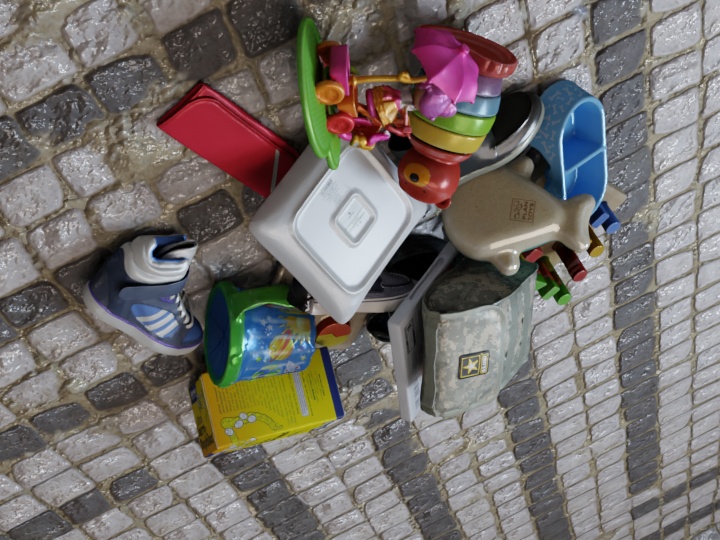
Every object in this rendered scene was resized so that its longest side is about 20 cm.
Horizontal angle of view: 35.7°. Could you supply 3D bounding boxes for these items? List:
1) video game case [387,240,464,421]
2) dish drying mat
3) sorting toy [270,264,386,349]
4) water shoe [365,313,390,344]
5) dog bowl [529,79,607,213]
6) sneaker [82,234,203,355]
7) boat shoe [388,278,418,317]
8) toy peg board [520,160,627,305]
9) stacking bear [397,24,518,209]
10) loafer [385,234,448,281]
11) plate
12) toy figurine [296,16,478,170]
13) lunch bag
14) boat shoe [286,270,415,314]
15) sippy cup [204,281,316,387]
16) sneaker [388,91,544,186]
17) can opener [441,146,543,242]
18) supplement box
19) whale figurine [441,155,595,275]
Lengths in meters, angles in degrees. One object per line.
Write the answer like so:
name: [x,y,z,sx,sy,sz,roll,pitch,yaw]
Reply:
video game case: [0.099,0.081,1.552,0.183,0.023,0.202,-50,147,-34]
dish drying mat: [-0.147,-0.149,1.317,0.077,0.018,0.199,-38,144,16]
sorting toy: [-0.058,0.057,1.618,0.198,0.037,0.186,-1,137,-32]
water shoe: [0.103,0.060,1.665,0.198,0.072,0.079,-26,165,15]
dog bowl: [0.283,-0.153,1.500,0.111,0.049,0.202,-33,130,-28]
sneaker: [-0.237,0.025,1.421,0.146,0.081,0.199,-37,138,21]
boat shoe: [0.082,0.089,1.611,0.068,0.057,0.201,-13,140,6]
toy peg board: [0.294,-0.047,1.665,0.199,0.098,0.199,18,125,-46]
stacking bear: [0.101,-0.174,1.323,0.114,0.120,0.202,-34,146,-62]
loafer: [0.084,-0.012,1.590,0.068,0.071,0.199,-43,147,23]
plate: [-0.015,-0.065,1.368,0.200,0.032,0.200,-53,125,-15]
toy figurine: [0.040,-0.192,1.222,0.181,0.152,0.201,-5,149,9]
lunch bag: [0.148,0.086,1.493,0.200,0.116,0.166,-37,137,-46]
boat shoe: [0.000,0.000,1.449,0.198,0.074,0.094,-6,115,-40]
sippy cup: [-0.132,0.086,1.507,0.129,0.142,0.177,1,-179,-22]
sneaker: [0.136,-0.176,1.419,0.199,0.075,0.106,-34,142,9]
can opener: [0.187,-0.111,1.571,0.201,0.053,0.067,-52,173,29]
supplement box: [-0.140,0.194,1.647,0.197,0.111,0.109,-11,168,-21]
whale figurine: [0.208,-0.069,1.480,0.197,0.162,0.104,6,170,13]
